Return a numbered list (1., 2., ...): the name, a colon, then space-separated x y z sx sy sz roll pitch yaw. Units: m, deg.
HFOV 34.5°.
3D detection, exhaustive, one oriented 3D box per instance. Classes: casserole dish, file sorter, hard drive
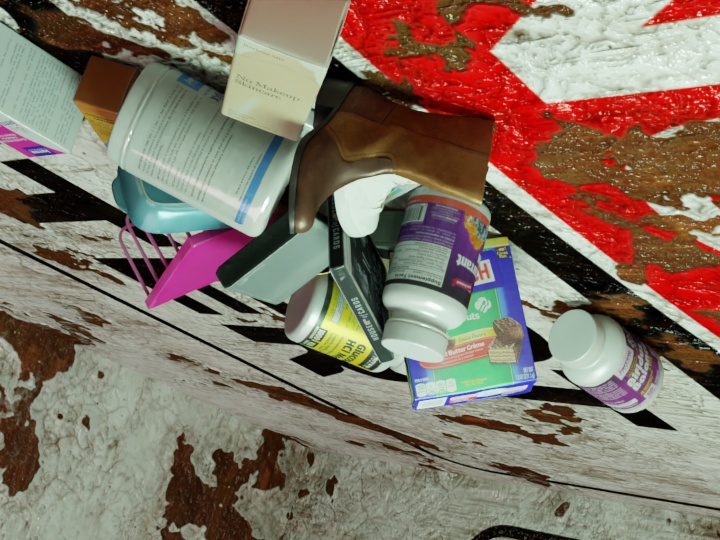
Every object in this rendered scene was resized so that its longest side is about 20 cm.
1. casserole dish: -0.203 -0.109 1.417 0.197 0.123 0.039 -6 149 -26
2. file sorter: -0.224 -0.064 1.536 0.138 0.127 0.200 -24 168 -34
3. hard drive: -0.091 -0.018 1.460 0.033 0.139 0.200 54 -173 14

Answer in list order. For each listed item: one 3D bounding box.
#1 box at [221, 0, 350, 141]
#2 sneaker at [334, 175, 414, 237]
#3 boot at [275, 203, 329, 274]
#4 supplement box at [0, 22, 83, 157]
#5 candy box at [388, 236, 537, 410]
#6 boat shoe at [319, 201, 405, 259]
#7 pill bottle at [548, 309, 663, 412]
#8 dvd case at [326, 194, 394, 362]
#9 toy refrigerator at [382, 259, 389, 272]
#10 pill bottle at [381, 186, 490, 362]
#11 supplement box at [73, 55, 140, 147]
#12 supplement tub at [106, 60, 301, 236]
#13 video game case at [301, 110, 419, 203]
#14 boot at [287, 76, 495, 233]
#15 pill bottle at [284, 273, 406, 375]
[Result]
1. box: -0.078 -0.209 1.146 0.093 0.079 0.200 19 164 -5
2. sneaker: 0.030 -0.102 1.339 0.113 0.075 0.201 6 147 12
3. boot: -0.131 -0.054 1.613 0.197 0.072 0.145 10 -155 -10
4. supplement box: -0.440 -0.229 1.415 0.100 0.105 0.199 0 159 43
5. candy box: 0.133 0.069 1.545 0.166 0.204 0.077 -9 162 -5
6. boat shoe: -0.001 -0.053 1.592 0.196 0.077 0.061 16 159 6
7. pill bottle: 0.370 0.134 1.762 0.111 0.114 0.199 1 158 43
8. dvd case: 0.000 0.000 1.473 0.024 0.152 0.201 -14 139 12
9. toy refrigerator: -0.016 -0.021 1.713 0.196 0.077 0.070 12 164 14
10. pill bottle: 0.090 0.007 1.464 0.109 0.203 0.112 15 165 4
11. supplement box: -0.291 -0.189 1.457 0.065 0.070 0.200 16 166 11
12. supplement tub: -0.177 -0.139 1.340 0.198 0.133 0.132 28 163 -3
13. video game case: -0.033 -0.138 1.439 0.197 0.024 0.182 22 164 -18
14. boot: 0.032 -0.098 1.207 0.197 0.190 0.069 17 147 4
15. pill bottle: -0.002 0.079 1.688 0.197 0.114 0.112 22 163 -20
